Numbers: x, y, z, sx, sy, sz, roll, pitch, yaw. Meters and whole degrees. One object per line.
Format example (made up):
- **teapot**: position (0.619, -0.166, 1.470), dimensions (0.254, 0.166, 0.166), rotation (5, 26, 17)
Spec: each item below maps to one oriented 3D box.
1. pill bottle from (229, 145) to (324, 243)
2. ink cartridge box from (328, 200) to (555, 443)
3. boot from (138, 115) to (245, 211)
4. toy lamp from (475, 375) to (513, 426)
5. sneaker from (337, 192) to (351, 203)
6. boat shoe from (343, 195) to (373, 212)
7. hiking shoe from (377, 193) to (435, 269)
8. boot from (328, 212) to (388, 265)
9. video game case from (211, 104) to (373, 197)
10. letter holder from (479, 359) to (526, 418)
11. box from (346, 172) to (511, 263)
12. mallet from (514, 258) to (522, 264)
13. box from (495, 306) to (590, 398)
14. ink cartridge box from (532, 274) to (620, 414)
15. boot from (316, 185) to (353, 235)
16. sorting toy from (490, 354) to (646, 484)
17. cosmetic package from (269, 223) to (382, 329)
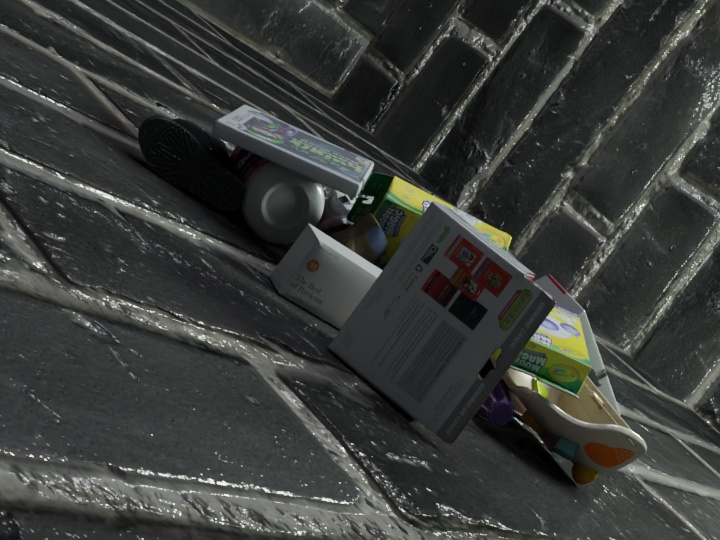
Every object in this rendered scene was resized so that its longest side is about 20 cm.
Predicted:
- **pill bottle**: position (-0.121, -0.120, 1.695), dimensions (0.112, 0.113, 0.200), rotation (33, 10, -25)
- **ink cartridge box**: position (0.095, 0.059, 1.368), dimensions (0.175, 0.201, 0.084), rotation (39, 9, 14)
- **boot**: position (-0.232, -0.167, 1.643), dimensions (0.165, 0.066, 0.200), rotation (42, 9, -27)
- **toy lamp**: position (0.144, 0.138, 1.616), dimensions (0.058, 0.058, 0.200), rotation (32, 11, -27)
- **sneaker**: position (-0.004, -0.065, 1.980), dimensions (0.111, 0.073, 0.200), rotation (38, 8, 13)
- **boat shoe**: position (0.013, -0.085, 1.899), dimensions (0.199, 0.075, 0.086), rotation (-7, 27, -8)
- **hiking shoe**: position (0.063, -0.024, 1.692), dimensions (0.074, 0.086, 0.202), rotation (46, 32, -42)
- **boot**: position (0.005, -0.007, 1.582), dimensions (0.075, 0.096, 0.200), rotation (56, 4, 21)
- **video game case**: position (-0.082, -0.159, 1.621), dimensions (0.198, 0.024, 0.182), rotation (24, 15, 0)
- **letter holder**: position (0.211, 0.122, 1.810), dimensions (0.142, 0.101, 0.200), rotation (34, 10, -29)
- **box**: position (0.081, -0.043, 1.606), dimensions (0.198, 0.118, 0.049), rotation (28, 51, -4)
- **mallet**: position (0.135, 0.046, 1.612), dimensions (0.066, 0.199, 0.042), rotation (20, 42, -54)
- **box**: position (0.230, 0.091, 1.604), dimensions (0.116, 0.049, 0.200), rotation (23, 22, -5)
- **ink cartridge box**: position (0.308, 0.131, 1.900), dimensions (0.202, 0.083, 0.145), rotation (66, -4, -26)
- **boot**: position (-0.051, -0.096, 1.744), dimensions (0.200, 0.069, 0.133), rotation (143, -66, -84)
- **sorting toy**: position (0.245, 0.169, 1.621), dimensions (0.180, 0.107, 0.200), rotation (38, 11, -29)
- **cosmetic package**: position (-0.005, 0.031, 1.494), dimensions (0.199, 0.083, 0.051), rotation (31, 10, -30)
